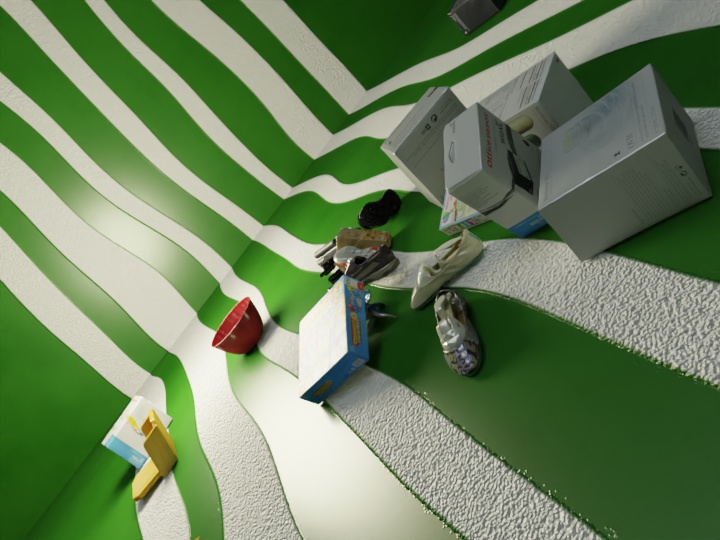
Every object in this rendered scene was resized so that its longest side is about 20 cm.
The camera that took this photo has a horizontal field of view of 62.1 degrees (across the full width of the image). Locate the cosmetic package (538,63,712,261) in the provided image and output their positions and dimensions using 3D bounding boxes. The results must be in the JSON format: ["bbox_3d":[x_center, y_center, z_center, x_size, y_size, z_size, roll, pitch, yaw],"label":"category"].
[{"bbox_3d":[0.378,-0.158,0.885,0.198,0.122,0.202,-35,24,39],"label":"cosmetic package"}]

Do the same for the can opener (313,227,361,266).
[{"bbox_3d":[-0.067,-0.077,1.870,0.066,0.055,0.198,-22,-7,-45],"label":"can opener"}]

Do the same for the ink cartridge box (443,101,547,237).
[{"bbox_3d":[0.241,-0.171,1.037,0.083,0.196,0.150,-30,47,44],"label":"ink cartridge box"}]

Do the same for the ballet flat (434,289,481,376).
[{"bbox_3d":[0.153,0.096,1.008,0.072,0.072,0.202,-41,21,21],"label":"ballet flat"}]

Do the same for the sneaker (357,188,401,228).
[{"bbox_3d":[0.041,-0.151,1.680,0.087,0.076,0.199,-41,-1,40],"label":"sneaker"}]

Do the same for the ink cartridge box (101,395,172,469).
[{"bbox_3d":[-0.810,0.583,2.172,0.145,0.145,0.203,-16,38,58],"label":"ink cartridge box"}]

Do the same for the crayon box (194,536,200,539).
[{"bbox_3d":[-0.362,0.653,1.180,0.125,0.051,0.202,-41,22,26],"label":"crayon box"}]

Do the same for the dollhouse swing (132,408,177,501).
[{"bbox_3d":[-0.682,0.578,1.884,0.173,0.186,0.199,-33,15,-17],"label":"dollhouse swing"}]

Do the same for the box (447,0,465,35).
[{"bbox_3d":[0.468,-1.053,2.303,0.197,0.122,0.203,-18,39,59],"label":"box"}]

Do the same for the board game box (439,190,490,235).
[{"bbox_3d":[0.239,-0.190,1.296,0.133,0.034,0.206,-20,53,56],"label":"board game box"}]

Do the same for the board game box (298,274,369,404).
[{"bbox_3d":[-0.063,0.150,1.294,0.200,0.055,0.200,-46,35,37],"label":"board game box"}]

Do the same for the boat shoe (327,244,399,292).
[{"bbox_3d":[0.000,0.000,1.409,0.196,0.075,0.074,-29,4,22],"label":"boat shoe"}]

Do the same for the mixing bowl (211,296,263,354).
[{"bbox_3d":[-0.393,0.202,1.983,0.200,0.108,0.202,-43,19,19],"label":"mixing bowl"}]

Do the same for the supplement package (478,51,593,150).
[{"bbox_3d":[0.327,-0.276,1.165,0.198,0.151,0.153,-24,31,50],"label":"supplement package"}]

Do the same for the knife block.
[{"bbox_3d":[-0.014,-0.020,1.620,0.064,0.192,0.181,-71,-17,-61],"label":"knife block"}]

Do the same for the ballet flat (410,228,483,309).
[{"bbox_3d":[0.156,-0.006,1.189,0.199,0.069,0.070,-43,20,21],"label":"ballet flat"}]

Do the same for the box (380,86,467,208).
[{"bbox_3d":[0.188,-0.296,1.441,0.200,0.199,0.131,-48,20,2],"label":"box"}]

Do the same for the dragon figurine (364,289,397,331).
[{"bbox_3d":[0.016,0.083,1.353,0.198,0.058,0.101,-27,30,51],"label":"dragon figurine"}]

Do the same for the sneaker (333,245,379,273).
[{"bbox_3d":[0.018,-0.007,1.515,0.077,0.084,0.197,-41,36,-27],"label":"sneaker"}]
